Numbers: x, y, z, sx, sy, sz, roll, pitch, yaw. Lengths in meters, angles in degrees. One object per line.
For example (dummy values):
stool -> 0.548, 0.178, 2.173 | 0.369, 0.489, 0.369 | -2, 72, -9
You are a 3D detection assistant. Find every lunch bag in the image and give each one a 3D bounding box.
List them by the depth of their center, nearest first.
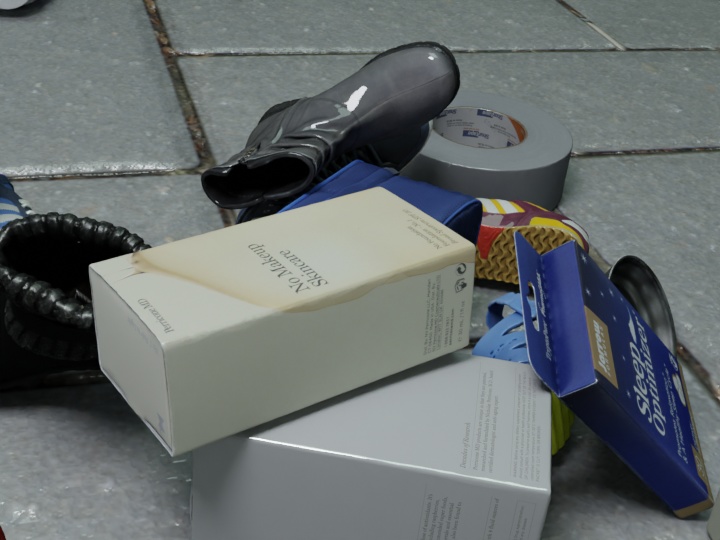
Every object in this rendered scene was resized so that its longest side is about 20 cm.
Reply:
lunch bag -> 0.000, 0.000, 0.825 | 0.132, 0.136, 0.200 | 21, 33, 22

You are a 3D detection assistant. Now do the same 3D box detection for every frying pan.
frying pan -> 0.193, 0.051, 0.805 | 0.031, 0.115, 0.190 | -15, -1, 40

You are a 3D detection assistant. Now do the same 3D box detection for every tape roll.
tape roll -> 0.119, -0.122, 1.115 | 0.199, 0.066, 0.201 | 4, 32, -3

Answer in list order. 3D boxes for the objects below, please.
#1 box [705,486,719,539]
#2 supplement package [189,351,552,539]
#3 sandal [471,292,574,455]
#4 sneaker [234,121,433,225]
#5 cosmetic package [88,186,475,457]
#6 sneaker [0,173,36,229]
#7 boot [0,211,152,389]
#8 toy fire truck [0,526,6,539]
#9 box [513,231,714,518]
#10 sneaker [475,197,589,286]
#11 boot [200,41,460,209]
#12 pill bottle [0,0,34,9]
box -> 0.306, 0.182, 0.611 | 0.127, 0.109, 0.200 | 1, 32, -7
supplement package -> 0.008, 0.121, 0.643 | 0.199, 0.122, 0.120 | 10, 31, 4
sandal -> 0.124, 0.072, 0.800 | 0.087, 0.080, 0.200 | 4, 24, 19
sneaker -> -0.025, -0.070, 0.933 | 0.202, 0.077, 0.146 | -29, 24, 18
cosmetic package -> -0.042, 0.021, 0.611 | 0.199, 0.073, 0.103 | -17, 34, -31
sneaker -> -0.263, -0.008, 0.858 | 0.146, 0.081, 0.200 | 11, 28, -8
boot -> -0.222, 0.023, 0.686 | 0.210, 0.158, 0.080 | -7, 76, -3
toy fire truck -> -0.243, 0.152, 0.471 | 0.128, 0.201, 0.176 | 11, 32, 7
box -> 0.169, 0.065, 0.701 | 0.032, 0.200, 0.121 | -28, 39, 28
sneaker -> 0.110, -0.033, 0.975 | 0.199, 0.075, 0.090 | 16, 18, 13
boot -> -0.020, -0.104, 0.832 | 0.199, 0.070, 0.132 | -22, 20, 29
pill bottle -> -0.481, -0.434, 1.470 | 0.112, 0.113, 0.200 | 0, 32, -10
